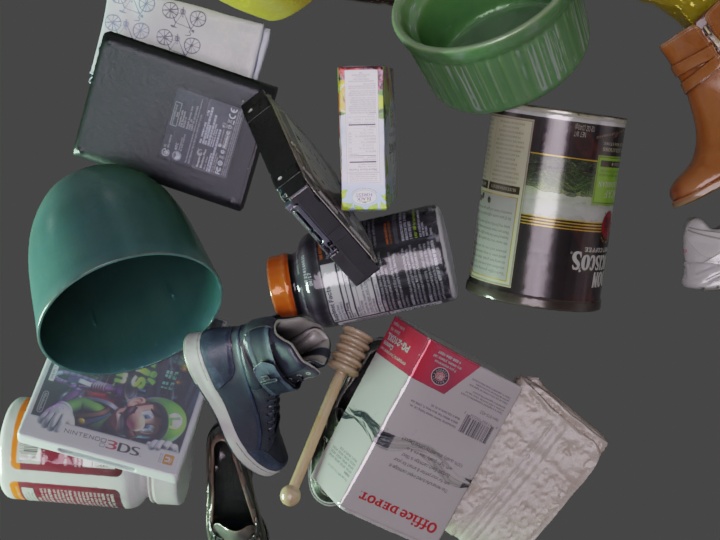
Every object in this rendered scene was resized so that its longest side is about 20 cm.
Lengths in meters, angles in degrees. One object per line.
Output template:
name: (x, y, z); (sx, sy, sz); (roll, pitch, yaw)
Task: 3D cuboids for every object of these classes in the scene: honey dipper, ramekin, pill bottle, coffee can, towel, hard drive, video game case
honey dipper: (-0.041, 0.157, 1.681); (0.038, 0.038, 0.202); (23, 78, 2)
ramekin: (0.140, -0.254, 1.609); (0.198, 0.201, 0.098); (-22, 130, 8)
pill bottle: (0.000, 0.000, 1.696); (0.197, 0.106, 0.108); (-12, 95, 7)
coffee can: (0.195, -0.069, 1.649); (0.144, 0.146, 0.203); (8, 97, 4)
towel: (0.169, 0.226, 1.743); (0.132, 0.034, 0.201); (40, 99, 1)
hard drive: (-0.204, -0.163, 1.712); (0.198, 0.033, 0.141); (19, 103, 2)
pill bottle: (-0.291, 0.204, 1.743); (0.197, 0.114, 0.116); (4, 97, 4)
hard drive: (-0.052, -0.089, 1.623); (0.038, 0.201, 0.140); (-35, 127, 9)
video game case: (-0.256, 0.119, 1.714); (0.179, 0.023, 0.202); (14, 56, 3)

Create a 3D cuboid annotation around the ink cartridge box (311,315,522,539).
ink cartridge box: (0.059, 0.175, 1.682); (0.144, 0.084, 0.202); (28, 92, -32)

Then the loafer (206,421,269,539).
loafer: (-0.146, 0.272, 1.762); (0.071, 0.063, 0.203); (-7, 96, 6)

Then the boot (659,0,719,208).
boot: (0.366, -0.178, 1.660); (0.200, 0.074, 0.155); (-42, 93, -4)

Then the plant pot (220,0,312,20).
plant pot: (-0.101, -0.349, 1.639); (0.199, 0.201, 0.142); (-37, 119, 8)

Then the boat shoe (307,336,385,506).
boat shoe: (-0.011, 0.170, 1.737); (0.070, 0.064, 0.202); (20, 98, 3)

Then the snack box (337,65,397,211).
snack box: (0.009, -0.140, 1.631); (0.052, 0.200, 0.144); (0, 97, 4)

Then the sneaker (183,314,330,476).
sneaker: (-0.085, 0.135, 1.696); (0.144, 0.077, 0.204); (-16, 125, 17)

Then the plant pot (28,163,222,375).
plant pot: (-0.265, -0.014, 1.672); (0.199, 0.201, 0.162); (-30, 57, 8)

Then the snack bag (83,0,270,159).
snack bag: (-0.212, -0.197, 1.735); (0.186, 0.021, 0.203); (16, 98, 3)

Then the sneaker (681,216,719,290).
sneaker: (0.437, -0.038, 1.667); (0.197, 0.078, 0.101); (-8, 92, 5)
